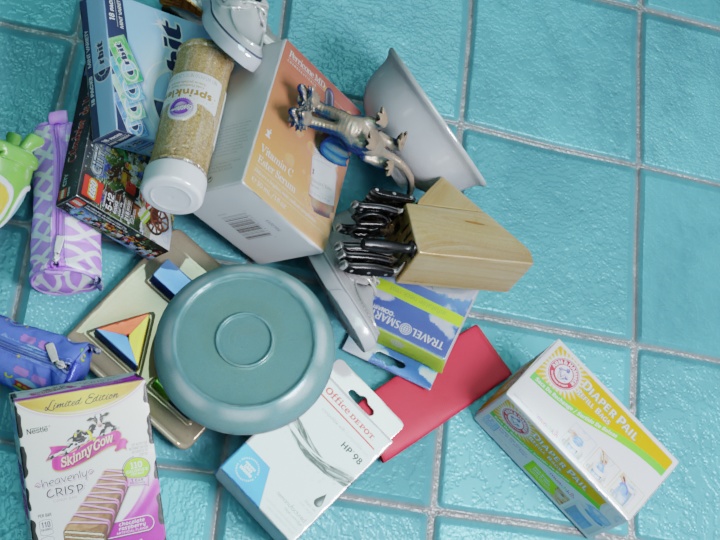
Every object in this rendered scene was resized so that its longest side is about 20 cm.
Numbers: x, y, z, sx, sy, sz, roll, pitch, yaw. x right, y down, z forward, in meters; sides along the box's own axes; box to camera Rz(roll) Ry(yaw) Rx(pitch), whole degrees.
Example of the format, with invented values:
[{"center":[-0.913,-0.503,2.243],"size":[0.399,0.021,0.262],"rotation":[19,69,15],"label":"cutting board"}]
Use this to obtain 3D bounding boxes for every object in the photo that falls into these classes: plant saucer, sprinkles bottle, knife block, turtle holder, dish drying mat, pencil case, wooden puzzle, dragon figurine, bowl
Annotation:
[{"center":[-0.126,0.079,1.455],"size":[0.199,0.027,0.201],"rotation":[2,66,-4],"label":"plant saucer"},{"center":[-0.188,-0.159,1.458],"size":[0.068,0.068,0.201],"rotation":[15,57,-11],"label":"sprinkles bottle"},{"center":[0.075,-0.018,1.505],"size":[0.200,0.064,0.176],"rotation":[41,48,3],"label":"knife block"},{"center":[-0.413,-0.097,1.429],"size":[0.141,0.185,0.132],"rotation":[22,85,-49],"label":"turtle holder"},{"center":[0.083,0.143,1.568],"size":[0.200,0.018,0.077],"rotation":[-31,80,-25],"label":"dish drying mat"},{"center":[-0.381,0.079,1.411],"size":[0.199,0.087,0.078],"rotation":[24,69,-3],"label":"pencil case"},{"center":[-0.201,0.070,1.495],"size":[0.185,0.046,0.200],"rotation":[41,63,2],"label":"wooden puzzle"},{"center":[-0.331,-0.069,1.488],"size":[0.084,0.086,0.201],"rotation":[-9,68,9],"label":"pencil case"},{"center":[-0.006,-0.148,1.509],"size":[0.099,0.200,0.059],"rotation":[16,78,33],"label":"dragon figurine"},{"center":[0.061,-0.162,1.609],"size":[0.090,0.201,0.201],"rotation":[-34,81,7],"label":"bowl"}]

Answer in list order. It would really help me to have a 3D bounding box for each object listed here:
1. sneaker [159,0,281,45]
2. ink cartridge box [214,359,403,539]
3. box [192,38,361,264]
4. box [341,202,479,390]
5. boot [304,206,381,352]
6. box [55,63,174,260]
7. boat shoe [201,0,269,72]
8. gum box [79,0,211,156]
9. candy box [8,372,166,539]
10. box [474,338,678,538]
[{"center":[-0.144,-0.313,1.650],"size":[0.200,0.076,0.092],"rotation":[35,59,-3],"label":"sneaker"},{"center":[-0.049,0.193,1.469],"size":[0.116,0.067,0.200],"rotation":[45,70,5],"label":"ink cartridge box"},{"center":[-0.101,-0.134,1.530],"size":[0.152,0.106,0.201],"rotation":[39,54,-40],"label":"box"},{"center":[0.073,0.028,1.582],"size":[0.122,0.048,0.200],"rotation":[25,63,7],"label":"box"},{"center":[0.000,0.000,1.528],"size":[0.095,0.074,0.200],"rotation":[-26,51,-6],"label":"boot"},{"center":[-0.264,-0.130,1.506],"size":[0.136,0.038,0.201],"rotation":[34,48,-40],"label":"box"},{"center":[-0.138,-0.296,1.514],"size":[0.073,0.065,0.200],"rotation":[32,21,-35],"label":"boat shoe"},{"center":[-0.225,-0.212,1.527],"size":[0.200,0.044,0.171],"rotation":[12,65,-50],"label":"gum box"},{"center":[-0.277,0.215,1.366],"size":[0.136,0.061,0.201],"rotation":[-9,96,-20],"label":"candy box"},{"center":[0.247,0.196,1.545],"size":[0.200,0.113,0.101],"rotation":[46,64,6],"label":"box"}]
